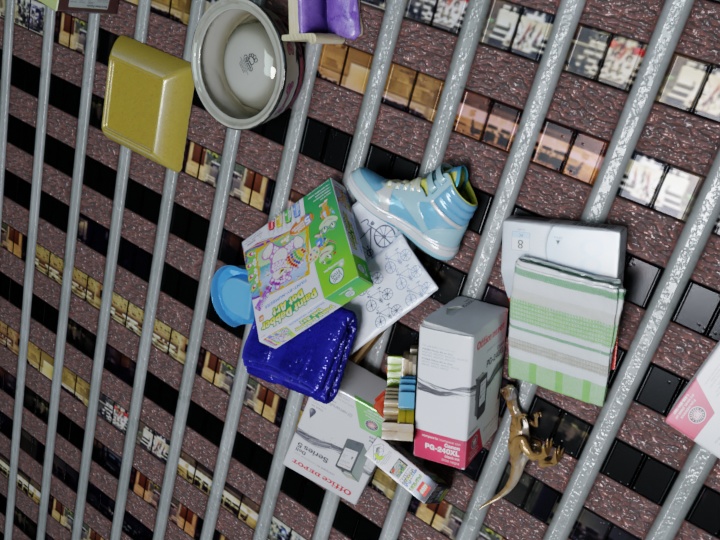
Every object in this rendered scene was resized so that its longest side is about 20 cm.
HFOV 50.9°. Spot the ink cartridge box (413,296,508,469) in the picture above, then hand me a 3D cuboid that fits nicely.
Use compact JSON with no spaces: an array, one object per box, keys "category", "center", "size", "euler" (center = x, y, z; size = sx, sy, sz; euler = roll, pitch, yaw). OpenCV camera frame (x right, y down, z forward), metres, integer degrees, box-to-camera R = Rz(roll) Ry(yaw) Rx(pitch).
[{"category":"ink cartridge box","center":[0.145,0.156,1.087],"size":[0.083,0.145,0.202],"euler":[11,109,28]}]

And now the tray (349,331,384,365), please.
[{"category":"tray","center":[-0.027,0.105,1.250],"size":[0.099,0.037,0.200],"euler":[45,123,14]}]

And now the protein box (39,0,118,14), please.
[{"category":"protein box","center":[-0.521,-0.584,1.320],"size":[0.198,0.135,0.201],"euler":[33,118,20]}]

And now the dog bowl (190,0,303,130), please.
[{"category":"dog bowl","center":[-0.175,-0.327,1.201],"size":[0.199,0.074,0.202],"euler":[11,109,33]}]

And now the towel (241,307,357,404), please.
[{"category":"towel","center":[-0.101,0.112,1.179],"size":[0.199,0.049,0.149],"euler":[13,84,42]}]

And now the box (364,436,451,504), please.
[{"category":"box","center":[0.076,0.306,1.149],"size":[0.110,0.200,0.035],"euler":[36,84,20]}]

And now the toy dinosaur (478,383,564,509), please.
[{"category":"toy dinosaur","center":[0.239,0.267,1.120],"size":[0.106,0.060,0.202],"euler":[8,97,44]}]

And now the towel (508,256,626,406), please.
[{"category":"towel","center":[0.275,0.083,1.032],"size":[0.148,0.031,0.202],"euler":[18,129,29]}]

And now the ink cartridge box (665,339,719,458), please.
[{"category":"ink cartridge box","center":[0.499,0.175,0.904],"size":[0.199,0.085,0.147],"euler":[36,119,22]}]

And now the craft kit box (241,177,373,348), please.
[{"category":"craft kit box","center":[-0.089,-0.012,1.174],"size":[0.199,0.048,0.199],"euler":[-34,54,22]}]

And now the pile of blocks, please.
[{"category":"pile of blocks","center":[0.052,0.175,1.119],"size":[0.061,0.200,0.083],"euler":[1,118,6]}]

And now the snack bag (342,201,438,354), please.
[{"category":"snack bag","center":[0.000,0.000,1.176],"size":[0.188,0.021,0.201],"euler":[-37,73,20]}]

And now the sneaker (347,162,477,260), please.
[{"category":"sneaker","center":[0.084,-0.121,1.095],"size":[0.199,0.080,0.131],"euler":[35,121,9]}]

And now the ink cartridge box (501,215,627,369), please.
[{"category":"ink cartridge box","center":[0.272,0.032,1.033],"size":[0.159,0.047,0.202],"euler":[8,106,31]}]

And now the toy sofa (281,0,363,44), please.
[{"category":"toy sofa","center":[-0.058,-0.434,1.097],"size":[0.097,0.083,0.202],"euler":[9,108,31]}]

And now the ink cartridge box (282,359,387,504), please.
[{"category":"ink cartridge box","center":[-0.024,0.261,1.237],"size":[0.145,0.084,0.201],"euler":[27,120,9]}]

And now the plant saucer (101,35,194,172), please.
[{"category":"plant saucer","center":[-0.398,-0.301,1.371],"size":[0.199,0.048,0.202],"euler":[26,116,24]}]

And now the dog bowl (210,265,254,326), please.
[{"category":"dog bowl","center":[-0.171,0.055,1.320],"size":[0.199,0.049,0.113],"euler":[21,113,27]}]
